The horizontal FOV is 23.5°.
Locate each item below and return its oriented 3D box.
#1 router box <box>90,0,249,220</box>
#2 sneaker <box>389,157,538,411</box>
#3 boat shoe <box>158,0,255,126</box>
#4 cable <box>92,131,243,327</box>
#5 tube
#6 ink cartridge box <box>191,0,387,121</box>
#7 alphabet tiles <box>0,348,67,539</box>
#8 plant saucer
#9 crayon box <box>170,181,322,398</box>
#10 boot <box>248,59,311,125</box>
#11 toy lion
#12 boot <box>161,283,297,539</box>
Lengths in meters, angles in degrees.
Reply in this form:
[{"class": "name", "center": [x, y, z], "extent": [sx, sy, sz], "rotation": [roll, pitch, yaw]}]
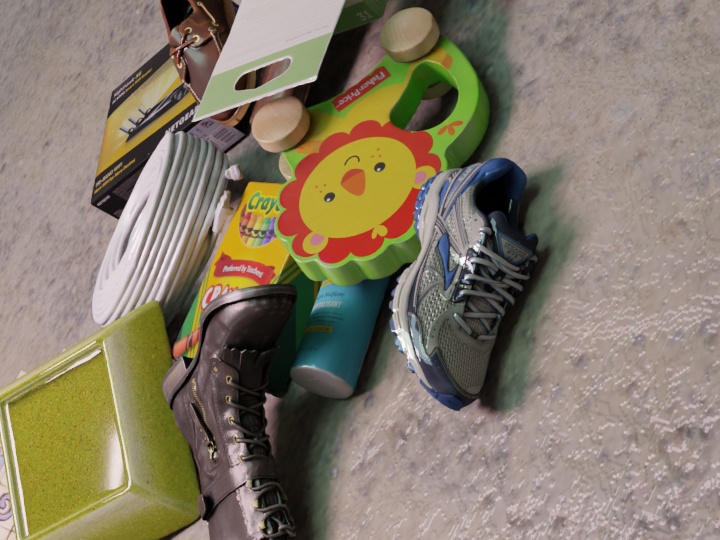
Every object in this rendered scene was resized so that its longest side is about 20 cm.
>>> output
[{"class": "router box", "center": [-0.186, -0.160, 1.746], "extent": [0.200, 0.052, 0.158], "rotation": [-33, 39, 38]}, {"class": "sneaker", "center": [0.077, 0.000, 1.191], "extent": [0.085, 0.077, 0.201], "rotation": [-27, 44, 38]}, {"class": "boat shoe", "center": [-0.149, -0.205, 1.612], "extent": [0.071, 0.070, 0.200], "rotation": [-53, 33, 21]}, {"class": "cable", "center": [-0.182, -0.028, 1.572], "extent": [0.201, 0.069, 0.200], "rotation": [-65, 15, 5]}, {"class": "tube", "center": [0.000, 0.000, 1.340], "extent": [0.077, 0.050, 0.201], "rotation": [-7, 54, 42]}, {"class": "ink cartridge box", "center": [-0.048, -0.203, 1.425], "extent": [0.145, 0.048, 0.201], "rotation": [-14, 48, 40]}, {"class": "alphabet tiles", "center": [-0.267, 0.176, 1.534], "extent": [0.166, 0.006, 0.201], "rotation": [20, 80, 25]}, {"class": "plant saucer", "center": [-0.238, 0.149, 1.471], "extent": [0.199, 0.048, 0.201], "rotation": [-29, 62, 29]}, {"class": "crayon box", "center": [-0.074, -0.002, 1.442], "extent": [0.127, 0.051, 0.201], "rotation": [6, 69, 58]}, {"class": "boot", "center": [-0.067, -0.208, 1.606], "extent": [0.186, 0.064, 0.201], "rotation": [-175, 97, -82]}, {"class": "toy lion", "center": [0.016, -0.086, 1.333], "extent": [0.199, 0.069, 0.192], "rotation": [-35, 47, 0]}, {"class": "boot", "center": [-0.079, 0.122, 1.286], "extent": [0.200, 0.069, 0.175], "rotation": [-53, 47, 47]}]
